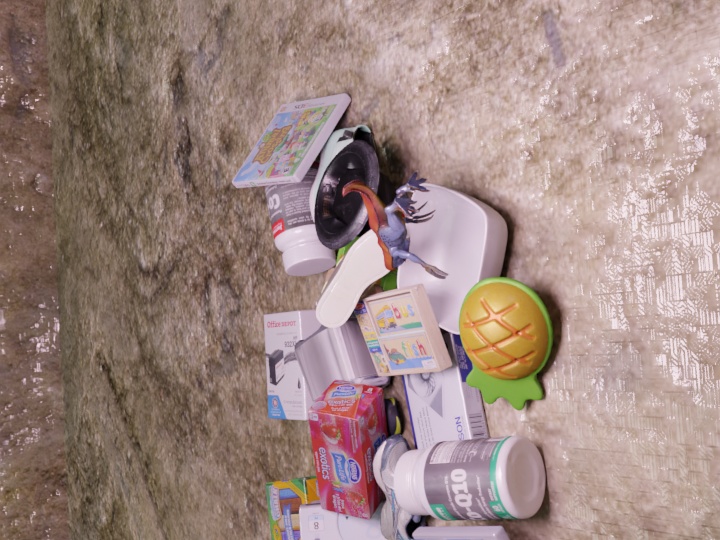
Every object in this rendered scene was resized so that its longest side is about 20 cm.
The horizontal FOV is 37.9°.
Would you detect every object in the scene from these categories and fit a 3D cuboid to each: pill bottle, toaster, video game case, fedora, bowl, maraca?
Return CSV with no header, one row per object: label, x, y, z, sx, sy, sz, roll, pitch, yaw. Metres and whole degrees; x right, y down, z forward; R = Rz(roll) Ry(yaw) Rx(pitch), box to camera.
pill bottle,-0.110,-0.100,1.929,0.114,0.113,0.201,-35,62,52
toaster,-0.025,0.156,1.810,0.200,0.113,0.130,-36,67,50
video game case,-0.126,-0.234,1.896,0.181,0.022,0.201,0,52,46
fedora,0.004,-0.114,1.711,0.200,0.091,0.202,-38,43,47
video game case,0.178,0.447,1.498,0.200,0.022,0.183,-21,100,56
bowl,0.144,-0.022,1.571,0.199,0.074,0.201,32,118,52
pill bottle,0.152,0.298,1.492,0.199,0.113,0.114,-14,79,40
maraca,0.201,0.103,1.459,0.136,0.107,0.201,11,117,28

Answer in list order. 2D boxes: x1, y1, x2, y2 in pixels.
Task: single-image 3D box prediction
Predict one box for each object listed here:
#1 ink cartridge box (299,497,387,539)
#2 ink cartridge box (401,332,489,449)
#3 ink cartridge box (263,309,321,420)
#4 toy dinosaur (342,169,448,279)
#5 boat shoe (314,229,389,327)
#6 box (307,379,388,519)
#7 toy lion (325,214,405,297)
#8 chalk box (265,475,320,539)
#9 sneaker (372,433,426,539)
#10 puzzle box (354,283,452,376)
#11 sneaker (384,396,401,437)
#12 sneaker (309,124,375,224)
ink cartridge box,-0.019,0.491,1.767,0.047,0.159,0.202,120,146,-83
ink cartridge box,0.116,0.213,1.654,0.200,0.040,0.201,-31,66,54
ink cartridge box,-0.110,0.176,1.968,0.145,0.083,0.202,-9,83,57
toy dinosaur,0.046,-0.066,1.530,0.182,0.199,0.106,123,163,-52
boat shoe,-0.002,-0.002,1.656,0.202,0.072,0.060,-53,12,15
box,-0.014,0.293,1.719,0.095,0.100,0.201,6,118,25
toy lion,0.028,-0.034,1.774,0.200,0.068,0.193,20,101,56
chalk box,-0.091,0.437,1.911,0.200,0.124,0.125,-21,73,54
sneaker,0.078,0.357,1.685,0.086,0.077,0.201,18,122,51
puzzle box,0.061,0.096,1.633,0.200,0.025,0.134,-17,94,62
sneaker,0.001,0.268,1.799,0.200,0.080,0.074,-37,61,52
sneaker,-0.027,-0.157,1.817,0.118,0.073,0.202,-14,68,56
